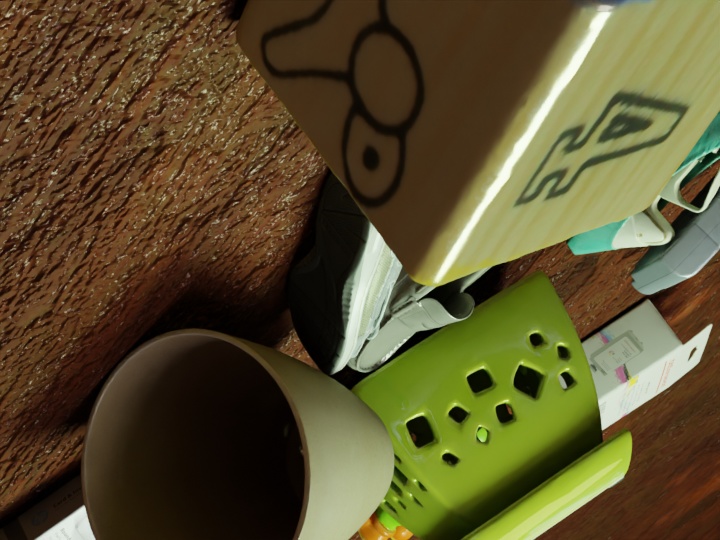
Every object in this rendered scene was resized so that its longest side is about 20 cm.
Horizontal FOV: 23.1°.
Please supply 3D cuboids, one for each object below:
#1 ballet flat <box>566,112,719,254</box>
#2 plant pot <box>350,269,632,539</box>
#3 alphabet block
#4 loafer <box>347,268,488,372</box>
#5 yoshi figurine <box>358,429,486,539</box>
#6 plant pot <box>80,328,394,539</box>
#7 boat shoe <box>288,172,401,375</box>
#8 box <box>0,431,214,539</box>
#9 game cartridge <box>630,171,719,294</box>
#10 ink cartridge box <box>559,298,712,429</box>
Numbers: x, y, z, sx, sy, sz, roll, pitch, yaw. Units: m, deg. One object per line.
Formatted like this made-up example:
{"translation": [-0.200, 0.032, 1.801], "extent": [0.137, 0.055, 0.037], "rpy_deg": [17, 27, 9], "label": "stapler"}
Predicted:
{"translation": [0.254, -0.064, 1.495], "extent": [0.067, 0.071, 0.200], "rpy_deg": [-6, 143, -54], "label": "ballet flat"}
{"translation": [0.105, 0.145, 1.489], "extent": [0.198, 0.182, 0.200], "rpy_deg": [-32, 171, -16], "label": "plant pot"}
{"translation": [0.083, -0.143, 0.904], "extent": [0.195, 0.196, 0.201], "rpy_deg": [-17, 152, -38], "label": "alphabet block"}
{"translation": [0.051, 0.016, 1.338], "extent": [0.070, 0.070, 0.200], "rpy_deg": [-13, 148, -47], "label": "loafer"}
{"translation": [0.079, 0.193, 1.748], "extent": [0.199, 0.113, 0.112], "rpy_deg": [-33, 122, 28], "label": "yoshi figurine"}
{"translation": [-0.063, 0.136, 1.244], "extent": [0.187, 0.188, 0.199], "rpy_deg": [-45, 158, 21], "label": "plant pot"}
{"translation": [-0.001, -0.002, 1.224], "extent": [0.064, 0.075, 0.203], "rpy_deg": [-19, 146, -28], "label": "boat shoe"}
{"translation": [-0.186, 0.222, 1.331], "extent": [0.199, 0.041, 0.157], "rpy_deg": [-34, 127, -7], "label": "box"}
{"translation": [0.325, -0.063, 1.558], "extent": [0.200, 0.040, 0.133], "rpy_deg": [-47, 176, -10], "label": "game cartridge"}
{"translation": [0.272, 0.107, 1.874], "extent": [0.199, 0.068, 0.117], "rpy_deg": [-31, 158, -12], "label": "ink cartridge box"}
